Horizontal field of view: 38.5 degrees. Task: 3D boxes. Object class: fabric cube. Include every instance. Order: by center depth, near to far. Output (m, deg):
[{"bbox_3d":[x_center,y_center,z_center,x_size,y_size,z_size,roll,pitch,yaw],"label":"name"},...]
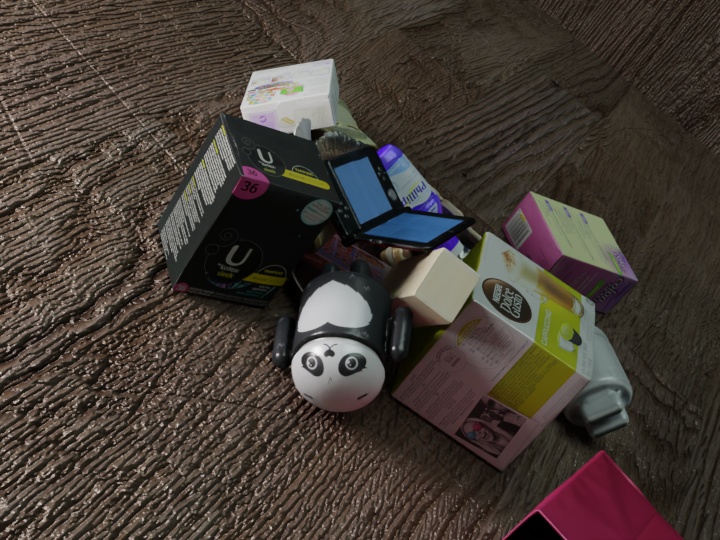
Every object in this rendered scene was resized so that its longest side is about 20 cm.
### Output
[{"bbox_3d":[0.249,0.365,1.177,0.200,0.197,0.199,47,30,17],"label":"fabric cube"}]

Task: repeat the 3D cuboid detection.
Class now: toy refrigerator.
[{"bbox_3d":[0.084,0.029,1.383,0.070,0.076,0.200,37,-14,-9],"label":"toy refrigerator"}]

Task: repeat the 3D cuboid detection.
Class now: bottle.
[{"bbox_3d":[0.081,-0.096,1.591,0.200,0.083,0.065,50,-15,-11],"label":"bottle"}]

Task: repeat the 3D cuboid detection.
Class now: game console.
[{"bbox_3d":[0.048,-0.104,1.429,0.173,0.118,0.200,64,28,-2],"label":"game console"}]

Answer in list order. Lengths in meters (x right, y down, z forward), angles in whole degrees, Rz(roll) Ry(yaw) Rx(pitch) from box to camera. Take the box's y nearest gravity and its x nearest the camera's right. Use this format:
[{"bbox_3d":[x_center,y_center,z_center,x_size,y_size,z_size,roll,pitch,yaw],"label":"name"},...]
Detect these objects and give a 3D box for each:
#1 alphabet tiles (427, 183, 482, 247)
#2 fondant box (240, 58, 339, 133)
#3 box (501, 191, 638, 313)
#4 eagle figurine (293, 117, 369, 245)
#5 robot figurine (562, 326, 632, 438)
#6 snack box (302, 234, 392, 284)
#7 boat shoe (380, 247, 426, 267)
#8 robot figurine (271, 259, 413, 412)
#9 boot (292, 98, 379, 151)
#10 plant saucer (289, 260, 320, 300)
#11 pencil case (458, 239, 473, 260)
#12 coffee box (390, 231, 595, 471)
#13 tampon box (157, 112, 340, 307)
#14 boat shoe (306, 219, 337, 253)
[{"bbox_3d":[0.124,-0.096,1.711,0.195,0.015,0.200,41,-8,4],"label":"alphabet tiles"},{"bbox_3d":[-0.111,-0.283,1.687,0.143,0.059,0.200,-8,25,5],"label":"fondant box"},{"bbox_3d":[0.392,-0.033,1.941,0.199,0.097,0.177,16,37,-31],"label":"box"},{"bbox_3d":[-0.059,-0.143,1.596,0.199,0.153,0.151,25,13,-11],"label":"eagle figurine"},{"bbox_3d":[0.355,0.164,1.628,0.170,0.112,0.201,63,8,-46],"label":"robot figurine"},{"bbox_3d":[0.000,0.000,1.498,0.199,0.024,0.072,30,34,-13],"label":"snack box"},{"bbox_3d":[0.105,0.025,1.595,0.200,0.076,0.072,49,39,-26],"label":"boat shoe"},{"bbox_3d":[-0.023,0.081,1.314,0.124,0.150,0.201,29,46,-25],"label":"robot figurine"},{"bbox_3d":[-0.077,-0.251,1.769,0.199,0.072,0.155,7,40,-37],"label":"boot"},{"bbox_3d":[-0.024,0.030,1.490,0.199,0.035,0.201,26,34,-19],"label":"plant saucer"},{"bbox_3d":[0.101,-0.054,1.675,0.199,0.089,0.078,35,67,-6],"label":"pencil case"},{"bbox_3d":[0.188,0.109,1.443,0.197,0.200,0.200,34,31,-6],"label":"coffee box"},{"bbox_3d":[-0.149,-0.073,1.334,0.149,0.200,0.127,12,39,-35],"label":"tampon box"},{"bbox_3d":[-0.099,-0.084,1.469,0.064,0.072,0.200,-33,42,-24],"label":"boat shoe"}]
